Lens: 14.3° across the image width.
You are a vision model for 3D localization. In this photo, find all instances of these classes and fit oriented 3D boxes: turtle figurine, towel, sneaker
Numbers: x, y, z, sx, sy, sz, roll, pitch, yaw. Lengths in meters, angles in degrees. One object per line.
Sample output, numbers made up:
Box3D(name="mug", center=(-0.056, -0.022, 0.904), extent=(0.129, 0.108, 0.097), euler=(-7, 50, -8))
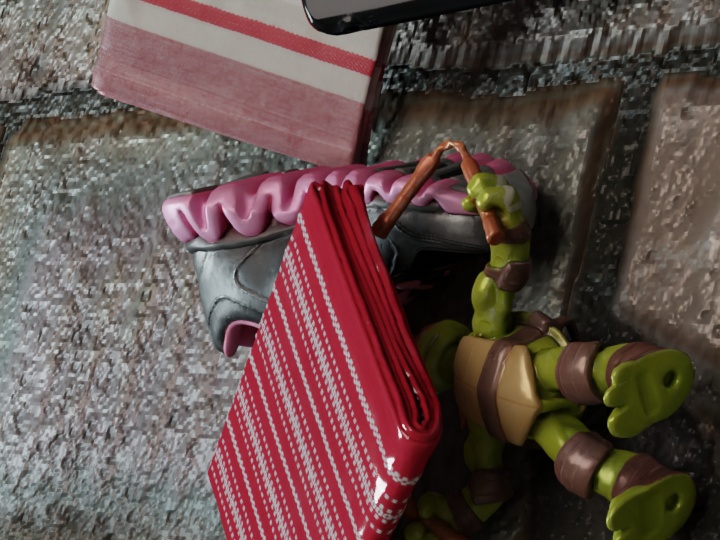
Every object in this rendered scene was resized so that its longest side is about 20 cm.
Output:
Box3D(name="turtle figurine", center=(0.067, 0.058, 1.154), extent=(0.161, 0.064, 0.200), euler=(25, 110, 50))
Box3D(name="towel", center=(-0.040, -0.157, 1.316), extent=(0.144, 0.023, 0.200), euler=(20, 105, 21))
Box3D(name="towel", center=(-0.017, 0.077, 1.203), extent=(0.200, 0.022, 0.145), euler=(112, 149, -44))
Box3D(name="sneaker", center=(0.000, 0.000, 1.261), extent=(0.200, 0.079, 0.096), euler=(-4, 94, 44))

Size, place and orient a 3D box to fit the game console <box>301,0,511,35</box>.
Box3D(name="game console", center=(0.061, -0.202, 1.229), extent=(0.200, 0.031, 0.177), euler=(-10, 75, 18))
